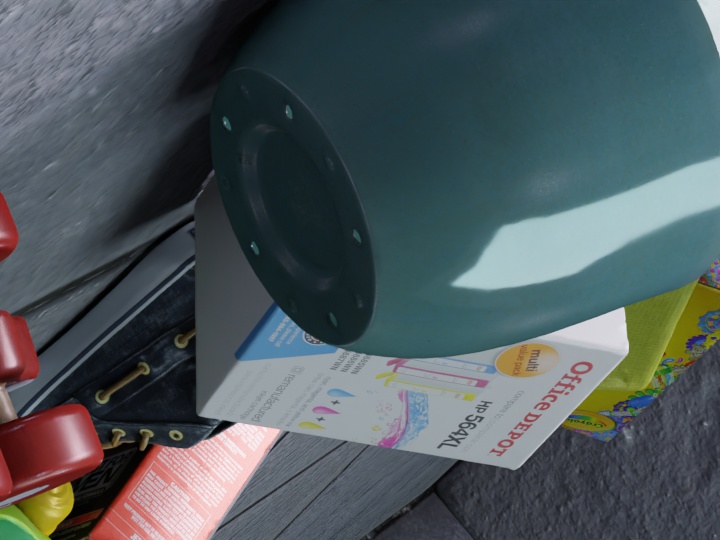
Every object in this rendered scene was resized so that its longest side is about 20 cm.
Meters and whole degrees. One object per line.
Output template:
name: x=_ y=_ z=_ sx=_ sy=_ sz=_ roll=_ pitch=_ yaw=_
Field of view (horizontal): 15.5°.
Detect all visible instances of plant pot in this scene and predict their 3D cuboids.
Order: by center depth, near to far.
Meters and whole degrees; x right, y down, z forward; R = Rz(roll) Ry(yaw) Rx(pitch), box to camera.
plant pot: x=0.034 y=-0.055 z=1.119 sx=0.161 sy=0.201 sz=0.201 roll=-24 pitch=165 yaw=-27

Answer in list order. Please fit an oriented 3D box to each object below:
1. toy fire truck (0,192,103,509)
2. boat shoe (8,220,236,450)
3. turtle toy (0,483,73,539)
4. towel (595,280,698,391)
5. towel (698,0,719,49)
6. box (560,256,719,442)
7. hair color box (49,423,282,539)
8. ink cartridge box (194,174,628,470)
toy fire truck: x=-0.200 y=0.053 z=0.938 sx=0.168 sy=0.112 sz=0.200 roll=-24 pitch=176 yaw=16
boat shoe: x=-0.123 y=0.070 z=1.382 sx=0.200 sy=0.091 sz=0.071 roll=-43 pitch=171 yaw=20
turtle toy: x=-0.230 y=0.170 z=1.335 sx=0.146 sy=0.101 sz=0.200 roll=-40 pitch=154 yaw=28
towel: x=0.149 y=0.018 z=1.525 sx=0.086 sy=0.018 sz=0.200 roll=3 pitch=147 yaw=-8
towel: x=0.133 y=-0.106 z=1.359 sx=0.200 sy=0.048 sz=0.171 roll=-50 pitch=129 yaw=5
box: x=0.154 y=-0.033 z=1.653 sx=0.193 sy=0.122 sz=0.200 roll=128 pitch=-25 yaw=-51
hair color box: x=-0.101 y=0.099 z=1.469 sx=0.101 sy=0.061 sz=0.200 roll=-22 pitch=-153 yaw=53
ink cartridge box: x=0.033 y=0.005 z=1.284 sx=0.200 sy=0.125 sz=0.129 roll=11 pitch=146 yaw=-20
